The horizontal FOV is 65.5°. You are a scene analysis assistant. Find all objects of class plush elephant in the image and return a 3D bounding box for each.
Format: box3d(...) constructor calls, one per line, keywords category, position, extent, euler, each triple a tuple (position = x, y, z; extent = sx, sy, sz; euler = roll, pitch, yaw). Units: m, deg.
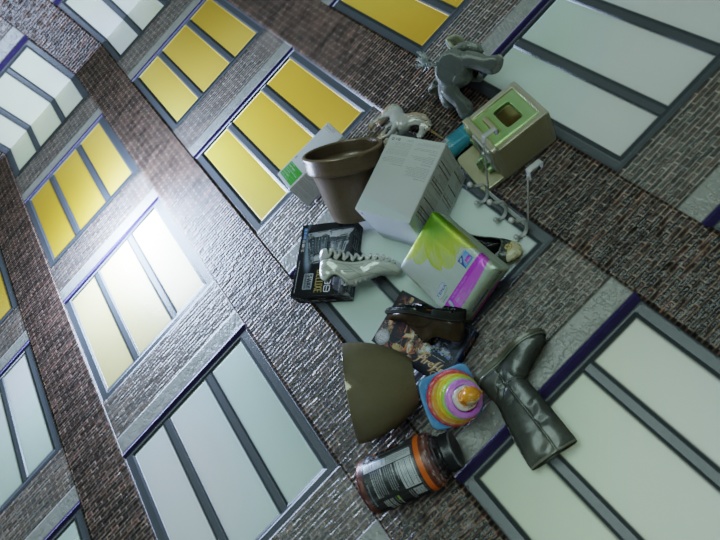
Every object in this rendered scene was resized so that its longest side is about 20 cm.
box3d(category="plush elephant", position=(0.240, -0.489, 1.374), extent=(0.199, 0.155, 0.165), euler=(30, 122, 10))

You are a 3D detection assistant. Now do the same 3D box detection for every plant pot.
box3d(category="plant pot", position=(-0.028, -0.212, 1.357), extent=(0.198, 0.176, 0.201), euler=(-9, 23, 4))
box3d(category="plant pot", position=(0.046, 0.236, 1.131), extent=(0.133, 0.201, 0.202), euler=(-10, 61, 3))

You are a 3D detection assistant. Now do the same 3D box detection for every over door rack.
box3d(category="over door rack", position=(0.291, -0.173, 1.160), extent=(0.066, 0.201, 0.148), euler=(-28, 53, -16))

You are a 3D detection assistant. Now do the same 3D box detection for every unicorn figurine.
box3d(category="unicorn figurine", position=(0.099, -0.374, 1.438), extent=(0.137, 0.074, 0.201), euler=(-37, 55, 11))

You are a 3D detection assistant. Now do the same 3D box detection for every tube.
box3d(category="tube", position=(0.256, -0.329, 1.347), extent=(0.200, 0.050, 0.078), euler=(-39, 50, 4))

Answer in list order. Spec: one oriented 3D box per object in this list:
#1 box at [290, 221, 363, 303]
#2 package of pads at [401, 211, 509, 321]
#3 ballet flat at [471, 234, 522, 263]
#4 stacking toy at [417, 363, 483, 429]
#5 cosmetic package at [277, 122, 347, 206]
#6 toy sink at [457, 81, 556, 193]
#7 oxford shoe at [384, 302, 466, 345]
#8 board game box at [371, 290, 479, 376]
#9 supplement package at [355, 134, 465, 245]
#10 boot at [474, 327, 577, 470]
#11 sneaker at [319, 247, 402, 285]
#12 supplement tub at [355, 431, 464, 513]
box3d(category="box", position=(-0.082, -0.020, 1.394), extent=(0.157, 0.050, 0.202), euler=(-3, 66, 28))
box3d(category="package of pads", position=(0.192, -0.005, 1.180), extent=(0.200, 0.068, 0.155), euler=(47, 120, 31))
box3d(category="ballet flat", position=(0.250, -0.053, 1.209), extent=(0.199, 0.057, 0.067), euler=(9, 55, 32))
box3d(category="stacking toy", position=(0.184, 0.231, 1.019), extent=(0.115, 0.200, 0.111), euler=(-19, 79, -8))
box3d(category="cosmetic package", position=(-0.114, -0.286, 1.508), extent=(0.200, 0.085, 0.108), euler=(-46, 42, 5))
box3d(category="toy sink", position=(0.312, -0.299, 1.257), extent=(0.200, 0.112, 0.131), euler=(-37, 54, 10))
box3d(category="oxford shoe", position=(0.126, 0.112, 1.156), extent=(0.199, 0.072, 0.085), euler=(7, 101, 47))
box3d(category="board game box", position=(0.135, 0.144, 1.202), extent=(0.199, 0.035, 0.136), euler=(28, 83, 36))
box3d(category="supplement package", position=(0.118, -0.178, 1.289), extent=(0.151, 0.151, 0.201), euler=(19, 78, 34))
box3d(category="boot", position=(0.324, 0.233, 1.030), extent=(0.182, 0.072, 0.200), euler=(-50, 45, 18))
box3d(category="sneaker", position=(0.000, 0.000, 1.298), extent=(0.198, 0.075, 0.082), euler=(6, 76, 3))
box3d(category="supplement tub", position=(0.097, 0.380, 1.072), extent=(0.199, 0.107, 0.108), euler=(-29, 57, 15))
